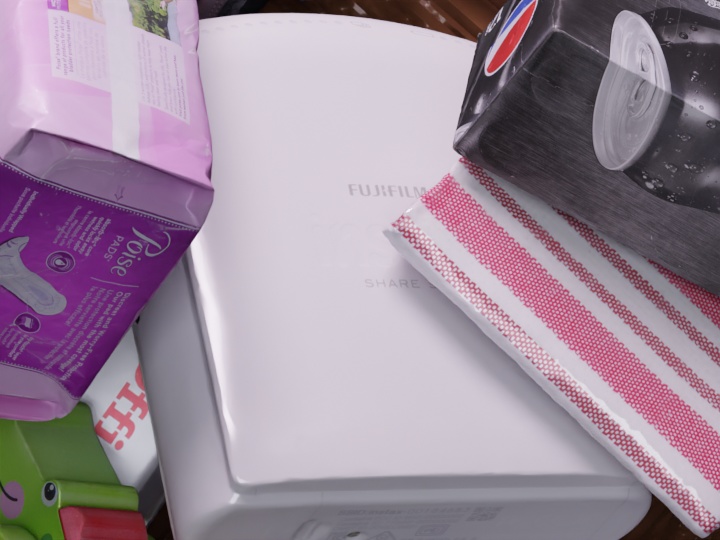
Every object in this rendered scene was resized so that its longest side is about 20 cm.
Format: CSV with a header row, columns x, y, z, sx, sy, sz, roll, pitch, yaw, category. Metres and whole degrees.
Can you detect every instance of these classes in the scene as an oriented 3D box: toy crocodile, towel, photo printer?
x,y,z,sx,sy,sz,roll,pitch,yaw,category
-0.085,0.129,0.875,0.062,0.067,0.200,-33,56,37,toy crocodile
0.109,-0.012,0.941,0.146,0.030,0.200,44,48,3,towel
0.000,0.000,0.932,0.166,0.069,0.200,2,57,-24,photo printer

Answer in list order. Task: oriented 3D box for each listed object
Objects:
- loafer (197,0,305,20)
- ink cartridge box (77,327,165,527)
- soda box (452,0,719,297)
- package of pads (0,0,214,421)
x,y,z,sx,sy,sz,roll,pitch,yaw,category
0.008,-0.152,0.988,0.063,0.072,0.200,37,87,-1,loafer
-0.158,0.031,0.978,0.200,0.083,0.145,35,89,3,ink cartridge box
0.134,-0.032,0.900,0.200,0.071,0.063,27,45,-13,soda box
-0.108,-0.062,0.889,0.076,0.200,0.121,17,130,-26,package of pads
